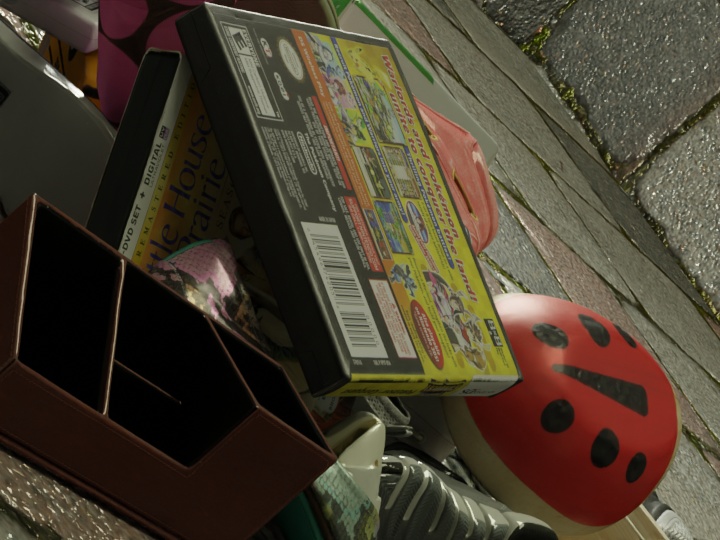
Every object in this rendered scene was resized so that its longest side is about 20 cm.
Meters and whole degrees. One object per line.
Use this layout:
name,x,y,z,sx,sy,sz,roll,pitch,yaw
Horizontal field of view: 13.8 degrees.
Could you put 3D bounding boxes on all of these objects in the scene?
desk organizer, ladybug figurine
desk organizer,-0.101,0.052,1.304,0.200,0.077,0.072,37,15,-49
ladybug figurine,0.118,0.077,1.675,0.199,0.072,0.137,17,63,-51

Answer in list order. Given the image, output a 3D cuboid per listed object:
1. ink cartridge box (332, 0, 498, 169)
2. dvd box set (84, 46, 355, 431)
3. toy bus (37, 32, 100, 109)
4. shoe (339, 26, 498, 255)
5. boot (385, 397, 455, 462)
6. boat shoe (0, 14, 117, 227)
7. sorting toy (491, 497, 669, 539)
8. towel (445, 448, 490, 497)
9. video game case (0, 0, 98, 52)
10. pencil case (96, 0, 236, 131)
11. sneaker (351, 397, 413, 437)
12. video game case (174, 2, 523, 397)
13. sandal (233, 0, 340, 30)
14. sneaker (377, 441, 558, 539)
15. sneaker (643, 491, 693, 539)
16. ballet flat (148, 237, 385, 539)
ink cartridge box,-0.034,-0.089,1.836,0.147,0.083,0.199,44,-22,-28
dvd box set,-0.058,-0.007,1.503,0.029,0.147,0.200,8,-15,41
toy bus,-0.145,-0.117,1.710,0.065,0.079,0.200,18,20,-17
shoe,0.004,-0.082,1.705,0.201,0.071,0.091,54,24,1
boot,-0.012,0.032,1.707,0.200,0.095,0.074,50,10,8
boat shoe,-0.169,-0.075,1.525,0.200,0.071,0.070,45,11,16
sorting toy,0.125,0.195,1.716,0.200,0.107,0.180,53,18,20
towel,0.150,0.206,1.940,0.200,0.035,0.192,56,12,32
video game case,-0.188,-0.186,1.685,0.182,0.022,0.200,29,21,11
pencil case,-0.097,-0.087,1.547,0.090,0.201,0.094,19,40,18
sneaker,0.000,0.000,1.627,0.075,0.081,0.202,0,90,-73
video game case,-0.004,-0.031,1.486,0.180,0.025,0.201,4,61,-59
sandal,-0.063,-0.077,1.640,0.079,0.202,0.057,15,16,3
sneaker,0.009,0.126,1.579,0.115,0.075,0.200,32,3,42
sneaker,0.135,0.130,1.916,0.200,0.075,0.114,44,9,-40
ballet flat,-0.033,0.071,1.437,0.201,0.071,0.069,58,-18,-13
